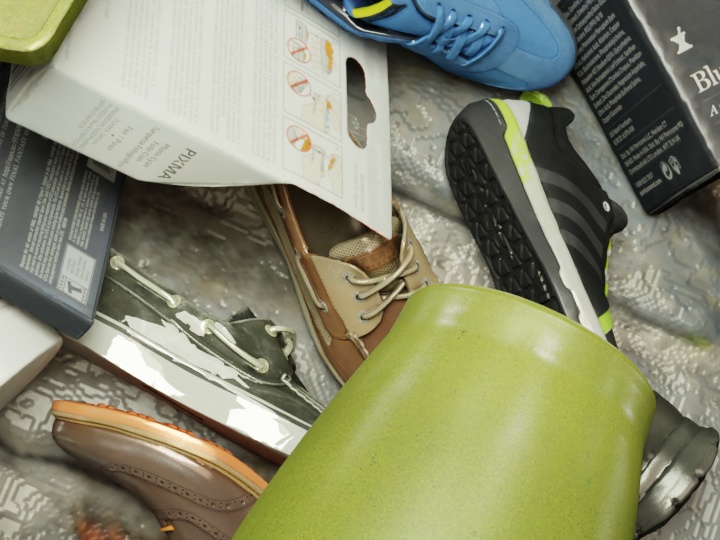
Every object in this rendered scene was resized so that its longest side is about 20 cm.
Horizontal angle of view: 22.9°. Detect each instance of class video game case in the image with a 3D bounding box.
[{"bbox_3d":[-0.204,-0.066,0.855,0.199,0.019,0.144,32,34,-22],"label":"video game case"}]

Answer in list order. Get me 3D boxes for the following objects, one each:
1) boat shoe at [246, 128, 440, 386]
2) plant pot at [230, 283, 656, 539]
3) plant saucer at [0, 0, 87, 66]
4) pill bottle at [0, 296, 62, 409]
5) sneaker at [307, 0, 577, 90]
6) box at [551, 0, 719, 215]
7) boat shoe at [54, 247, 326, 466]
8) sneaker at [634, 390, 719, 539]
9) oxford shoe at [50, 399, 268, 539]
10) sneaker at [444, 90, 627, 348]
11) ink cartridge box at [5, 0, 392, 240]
[{"bbox_3d":[0.000,0.000,0.925,0.075,0.072,0.201,-33,87,-13],"label":"boat shoe"},{"bbox_3d":[0.044,0.119,0.810,0.199,0.200,0.194,28,71,-4],"label":"plant pot"},{"bbox_3d":[-0.180,-0.170,0.813,0.198,0.048,0.201,11,57,21],"label":"plant saucer"},{"bbox_3d":[-0.247,-0.006,0.864,0.114,0.114,0.200,-42,90,-13],"label":"pill bottle"},{"bbox_3d":[0.032,-0.133,0.916,0.199,0.066,0.079,27,34,-26],"label":"sneaker"},{"bbox_3d":[0.207,-0.169,0.967,0.195,0.117,0.201,-27,85,-13],"label":"box"},{"bbox_3d":[-0.063,0.050,0.908,0.199,0.071,0.064,29,78,-2],"label":"boat shoe"},{"bbox_3d":[0.098,0.136,0.929,0.091,0.076,0.200,41,70,9],"label":"sneaker"},{"bbox_3d":[-0.075,0.129,0.894,0.199,0.071,0.073,29,81,-5],"label":"oxford shoe"},{"bbox_3d":[0.113,-0.013,0.935,0.082,0.072,0.202,-9,67,-23],"label":"sneaker"},{"bbox_3d":[-0.073,-0.105,0.881,0.199,0.047,0.161,27,44,-31],"label":"ink cartridge box"}]
